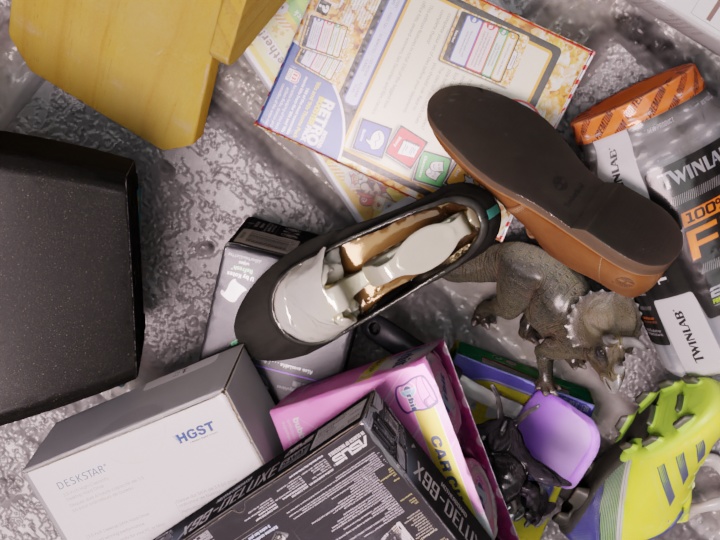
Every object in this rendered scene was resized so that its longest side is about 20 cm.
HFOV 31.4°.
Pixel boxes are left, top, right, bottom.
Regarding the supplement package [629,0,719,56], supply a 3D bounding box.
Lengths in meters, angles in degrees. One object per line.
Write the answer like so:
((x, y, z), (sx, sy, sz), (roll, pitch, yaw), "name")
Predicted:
((0.272, -0.204, 0.880), (0.199, 0.117, 0.118), (31, 101, -3), "supplement package")

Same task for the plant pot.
((-0.240, -0.001, 0.877), (0.176, 0.200, 0.201), (-3, 100, -6), "plant pot")

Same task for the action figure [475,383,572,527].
((0.078, 0.174, 0.930), (0.118, 0.102, 0.201), (22, 99, 6), "action figure")

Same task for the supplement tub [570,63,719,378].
((0.233, -0.036, 0.912), (0.122, 0.123, 0.201), (-26, 98, 8), "supplement tub")

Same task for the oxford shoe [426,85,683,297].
((0.120, -0.049, 0.872), (0.200, 0.071, 0.071), (41, 61, 16), "oxford shoe")

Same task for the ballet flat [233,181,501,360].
((0.000, 0.000, 0.841), (0.199, 0.068, 0.068), (-31, 96, 6), "ballet flat")

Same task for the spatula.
((0.086, 0.088, 0.953), (0.199, 0.021, 0.057), (32, 104, 0), "spatula")

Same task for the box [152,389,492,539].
((-0.024, 0.194, 0.799), (0.200, 0.050, 0.158), (-36, 98, 17), "box")

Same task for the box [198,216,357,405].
((-0.064, 0.076, 0.954), (0.105, 0.122, 0.201), (14, 101, 1), "box")

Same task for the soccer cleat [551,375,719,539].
((0.218, 0.146, 0.936), (0.083, 0.065, 0.200), (29, 134, -5), "soccer cleat")

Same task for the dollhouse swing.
((-0.143, -0.226, 0.934), (0.199, 0.176, 0.182), (30, 62, 8), "dollhouse swing")

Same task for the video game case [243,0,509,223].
((0.023, -0.160, 0.955), (0.182, 0.023, 0.200), (-33, 98, 9), "video game case")

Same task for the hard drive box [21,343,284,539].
((-0.107, 0.176, 0.875), (0.155, 0.077, 0.201), (-22, 106, 13), "hard drive box")

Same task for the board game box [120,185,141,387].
((-0.274, 0.004, 0.994), (0.199, 0.047, 0.152), (5, 100, 3), "board game box")

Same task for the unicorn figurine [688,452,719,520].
((0.301, 0.191, 0.983), (0.136, 0.074, 0.201), (-1, 117, 4), "unicorn figurine")

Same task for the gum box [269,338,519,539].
((0.033, 0.161, 0.851), (0.113, 0.066, 0.201), (-20, 94, 16), "gum box")

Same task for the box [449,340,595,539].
((0.092, 0.169, 1.000), (0.117, 0.048, 0.201), (20, 103, 1), "box")

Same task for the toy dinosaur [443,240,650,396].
((0.137, 0.022, 0.944), (0.200, 0.077, 0.103), (46, 137, 31), "toy dinosaur")

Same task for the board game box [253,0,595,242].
((0.045, -0.132, 0.924), (0.199, 0.046, 0.152), (26, 102, -2), "board game box")
